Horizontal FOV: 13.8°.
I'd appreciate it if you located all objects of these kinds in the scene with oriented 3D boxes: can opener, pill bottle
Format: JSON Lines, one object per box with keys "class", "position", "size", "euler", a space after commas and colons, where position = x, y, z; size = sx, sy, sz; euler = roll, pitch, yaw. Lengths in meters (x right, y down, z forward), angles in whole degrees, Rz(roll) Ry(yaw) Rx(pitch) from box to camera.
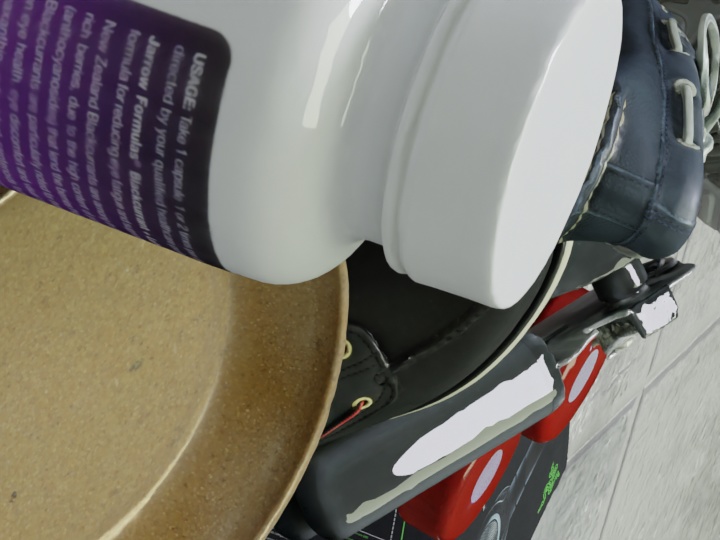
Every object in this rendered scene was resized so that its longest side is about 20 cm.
{"class": "can opener", "position": [0.044, 0.032, 1.090], "size": [0.200, 0.067, 0.053], "euler": [-34, -169, -29]}
{"class": "pill bottle", "position": [-0.042, -0.062, 0.727], "size": [0.111, 0.199, 0.112], "euler": [20, 90, -74]}

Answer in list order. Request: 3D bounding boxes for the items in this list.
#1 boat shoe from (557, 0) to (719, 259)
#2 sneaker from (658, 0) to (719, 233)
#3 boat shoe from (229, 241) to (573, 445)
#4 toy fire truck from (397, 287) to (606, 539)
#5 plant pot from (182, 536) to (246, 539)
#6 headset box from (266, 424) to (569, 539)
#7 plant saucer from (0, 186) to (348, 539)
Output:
{"class": "boat shoe", "position": [0.080, -0.048, 0.906], "size": [0.200, 0.062, 0.075], "euler": [-64, 179, -77]}
{"class": "sneaker", "position": [0.156, -0.112, 1.207], "size": [0.099, 0.077, 0.201], "euler": [-23, 103, -62]}
{"class": "boat shoe", "position": [-0.017, 0.024, 0.995], "size": [0.201, 0.074, 0.063], "euler": [-29, 174, 27]}
{"class": "toy fire truck", "position": [0.035, -0.002, 1.178], "size": [0.200, 0.112, 0.169], "euler": [-41, 154, -48]}
{"class": "plant pot", "position": [-0.046, 0.160, 1.033], "size": [0.200, 0.199, 0.135], "euler": [30, 66, -74]}
{"class": "headset box", "position": [0.024, 0.100, 1.350], "size": [0.175, 0.092, 0.201], "euler": [87, 27, -55]}
{"class": "plant saucer", "position": [-0.087, 0.040, 0.905], "size": [0.200, 0.035, 0.201], "euler": [-27, 132, -34]}
